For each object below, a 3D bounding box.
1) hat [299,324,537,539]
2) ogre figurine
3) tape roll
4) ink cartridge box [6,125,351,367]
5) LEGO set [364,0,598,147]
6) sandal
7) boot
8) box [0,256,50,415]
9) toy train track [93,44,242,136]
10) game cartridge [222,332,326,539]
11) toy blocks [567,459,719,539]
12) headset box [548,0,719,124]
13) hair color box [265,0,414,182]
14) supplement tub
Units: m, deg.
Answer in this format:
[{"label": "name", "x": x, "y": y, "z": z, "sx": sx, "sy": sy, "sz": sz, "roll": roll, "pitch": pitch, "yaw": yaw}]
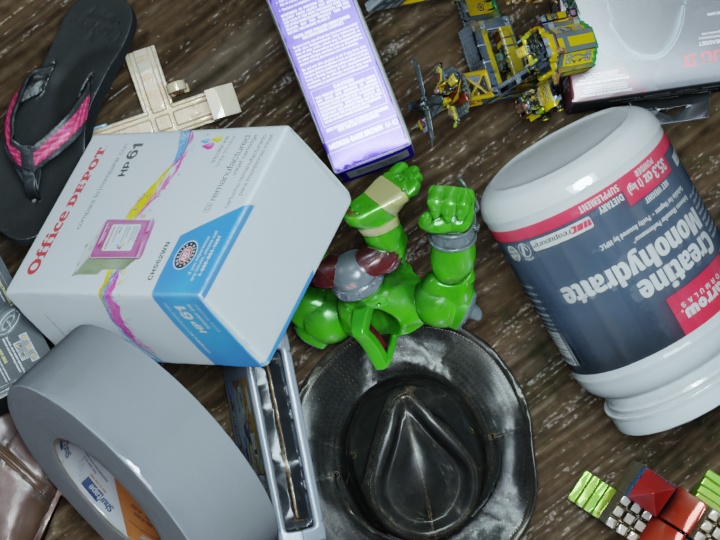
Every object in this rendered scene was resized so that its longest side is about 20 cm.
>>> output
[{"label": "hat", "x": 0.037, "y": 0.134, "z": 1.675, "sx": 0.200, "sy": 0.081, "sz": 0.201, "roll": 0, "pitch": 88, "yaw": 2}, {"label": "ogre figurine", "x": 0.000, "y": 0.000, "z": 1.657, "sx": 0.200, "sy": 0.098, "sz": 0.120, "roll": -20, "pitch": 123, "yaw": 9}, {"label": "tape roll", "x": -0.149, "y": 0.133, "z": 1.586, "sx": 0.066, "sy": 0.200, "sz": 0.200, "roll": -42, "pitch": 88, "yaw": -22}, {"label": "ink cartridge box", "x": -0.127, "y": -0.017, "z": 1.601, "sx": 0.085, "sy": 0.200, "sz": 0.145, "roll": 47, "pitch": 57, "yaw": -36}, {"label": "LEGO set", "x": 0.067, "y": -0.194, "z": 1.639, "sx": 0.116, "sy": 0.154, "sz": 0.200, "roll": -14, "pitch": 90, "yaw": -29}, {"label": "sandal", "x": -0.222, "y": -0.116, "z": 1.683, "sx": 0.075, "sy": 0.045, "sz": 0.200, "roll": 15, "pitch": 76, "yaw": 19}, {"label": "boot", "x": -0.308, "y": 0.139, "z": 1.687, "sx": 0.200, "sy": 0.064, "sz": 0.186, "roll": 37, "pitch": 76, "yaw": -2}, {"label": "box", "x": -0.329, "y": 0.026, "z": 1.662, "sx": 0.160, "sy": 0.044, "sz": 0.200, "roll": -27, "pitch": 76, "yaw": -16}, {"label": "toy train track", "x": -0.185, "y": -0.095, "z": 1.709, "sx": 0.200, "sy": 0.033, "sz": 0.115, "roll": -19, "pitch": 88, "yaw": 1}, {"label": "game cartridge", "x": -0.063, "y": 0.121, "z": 1.649, "sx": 0.041, "sy": 0.133, "sz": 0.200, "roll": -10, "pitch": 87, "yaw": -15}, {"label": "toy blocks", "x": 0.247, "y": 0.198, "z": 1.642, "sx": 0.200, "sy": 0.137, "sz": 0.100, "roll": 34, "pitch": 89, "yaw": 2}, {"label": "headset box", "x": 0.211, "y": -0.204, "z": 1.686, "sx": 0.149, "sy": 0.077, "sz": 0.200, "roll": -8, "pitch": 86, "yaw": 1}, {"label": "hair color box", "x": -0.025, "y": -0.168, "z": 1.671, "sx": 0.065, "sy": 0.109, "sz": 0.200, "roll": -20, "pitch": 88, "yaw": 2}, {"label": "supplement tub", "x": 0.186, "y": -0.001, "z": 1.634, "sx": 0.140, "sy": 0.140, "sz": 0.200, "roll": -31, "pitch": 103, "yaw": 0}]
